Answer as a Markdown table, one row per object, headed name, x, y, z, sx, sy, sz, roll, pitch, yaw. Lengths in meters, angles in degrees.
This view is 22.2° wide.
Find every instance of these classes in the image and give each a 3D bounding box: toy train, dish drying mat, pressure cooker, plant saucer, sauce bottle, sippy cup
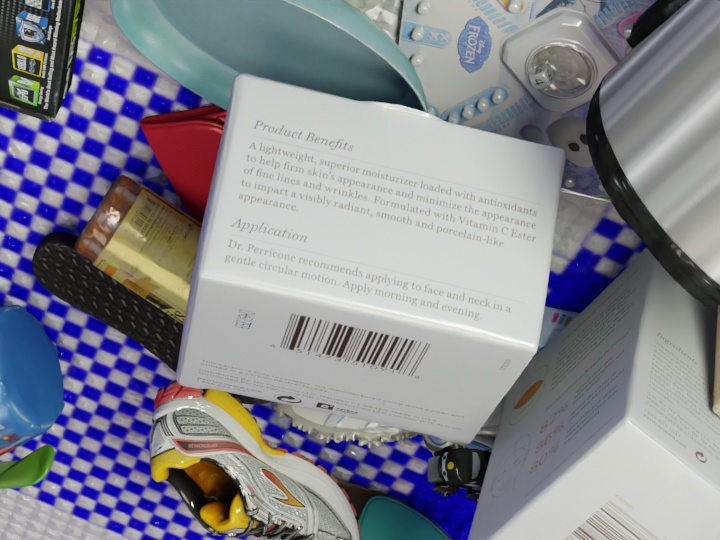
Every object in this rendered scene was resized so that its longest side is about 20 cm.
| name | x | y | z | sx | sy | sz | roll | pitch | yaw |
| --- | --- | --- | --- | --- | --- | --- | --- | --- | --- |
| toy train | 0.131 | 0.143 | 1.218 | 0.198 | 0.035 | 0.046 | 14 | 158 | -35 |
| dish drying mat | -0.074 | -0.028 | 1.239 | 0.076 | 0.018 | 0.201 | -7 | 131 | 25 |
| pressure cooker | 0.237 | -0.089 | 0.935 | 0.178 | 0.177 | 0.200 | 31 | 126 | -22 |
| plant saucer | -0.049 | -0.129 | 1.073 | 0.198 | 0.028 | 0.200 | 21 | 164 | 6 |
| sauce bottle | -0.094 | 0.015 | 1.228 | 0.199 | 0.066 | 0.066 | 35 | 135 | -7 |
| sippy cup | -0.294 | 0.088 | 1.356 | 0.129 | 0.141 | 0.178 | -19 | 166 | 19 |

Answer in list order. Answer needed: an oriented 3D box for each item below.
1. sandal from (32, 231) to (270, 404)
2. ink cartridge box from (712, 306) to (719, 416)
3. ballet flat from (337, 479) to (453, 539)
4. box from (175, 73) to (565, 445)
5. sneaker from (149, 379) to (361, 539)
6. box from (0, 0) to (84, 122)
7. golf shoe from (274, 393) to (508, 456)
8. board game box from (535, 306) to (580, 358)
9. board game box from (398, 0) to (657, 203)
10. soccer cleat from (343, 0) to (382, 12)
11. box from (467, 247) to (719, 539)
| name | x | y | z | sx | sy | sz | roll | pitch | yaw |
| --- | --- | --- | --- | --- | --- | --- | --- | --- | --- |
| sandal | -0.137 | 0.025 | 1.300 | 0.199 | 0.045 | 0.075 | 31 | 132 | 1 |
| ink cartridge box | 0.294 | -0.007 | 1.032 | 0.075 | 0.166 | 0.200 | 34 | 135 | -21 |
| ballet flat | -0.013 | 0.200 | 1.422 | 0.198 | 0.068 | 0.072 | 24 | 157 | -6 |
| box | 0.000 | 0.000 | 1.106 | 0.197 | 0.132 | 0.200 | 13 | 158 | -4 |
| sneaker | -0.080 | 0.167 | 1.317 | 0.078 | 0.083 | 0.200 | -32 | 120 | 34 |
| box | -0.258 | -0.200 | 1.106 | 0.191 | 0.048 | 0.201 | 17 | 136 | -3 |
| golf shoe | 0.031 | 0.077 | 1.289 | 0.198 | 0.078 | 0.099 | 6 | 99 | 28 |
| board game box | 0.213 | 0.123 | 1.277 | 0.197 | 0.044 | 0.201 | 10 | 136 | 9 |
| board game box | 0.118 | -0.117 | 1.080 | 0.198 | 0.026 | 0.201 | 13 | 136 | 6 |
| soccer cleat | 0.005 | -0.177 | 1.017 | 0.199 | 0.070 | 0.077 | 0 | 149 | 44 |
| box | 0.161 | 0.105 | 1.110 | 0.106 | 0.201 | 0.152 | 37 | 123 | -9 |
